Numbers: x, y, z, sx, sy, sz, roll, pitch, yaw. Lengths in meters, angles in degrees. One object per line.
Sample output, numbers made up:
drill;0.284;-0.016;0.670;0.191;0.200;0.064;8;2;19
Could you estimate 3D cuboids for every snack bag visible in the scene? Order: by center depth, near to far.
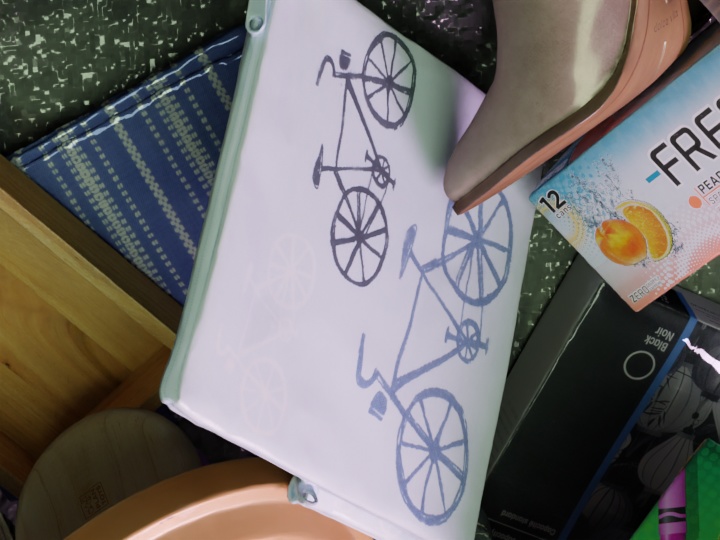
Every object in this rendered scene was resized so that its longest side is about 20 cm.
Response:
snack bag;0.000;0.000;0.924;0.200;0.021;0.190;32;64;-48

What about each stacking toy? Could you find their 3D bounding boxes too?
stacking toy;-0.056;0.129;1.025;0.085;0.086;0.200;-39;143;9

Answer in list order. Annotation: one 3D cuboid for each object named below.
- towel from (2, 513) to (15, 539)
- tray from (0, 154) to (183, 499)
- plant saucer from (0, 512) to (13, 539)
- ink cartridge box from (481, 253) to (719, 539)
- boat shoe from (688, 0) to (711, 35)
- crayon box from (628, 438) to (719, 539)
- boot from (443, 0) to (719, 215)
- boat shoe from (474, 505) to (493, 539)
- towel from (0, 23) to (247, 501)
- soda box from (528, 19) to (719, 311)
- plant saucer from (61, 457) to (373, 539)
towel;-0.204;0.201;1.083;0.199;0.035;0.193;-33;120;4
tray;-0.165;0.001;0.965;0.099;0.037;0.200;-41;117;14
plant saucer;-0.231;0.126;0.995;0.199;0.032;0.201;1;110;3
ink cartridge box;0.095;0.096;1.079;0.099;0.039;0.201;21;111;-20
boat shoe;0.144;-0.160;0.955;0.200;0.070;0.070;-47;152;16
crayon box;0.150;0.165;1.009;0.119;0.058;0.200;-51;148;-10
boot;0.066;-0.129;0.894;0.200;0.070;0.147;-37;89;31
boat shoe;0.030;0.177;1.042;0.075;0.062;0.201;-13;133;-31
towel;-0.095;-0.002;1.009;0.199;0.024;0.145;-28;119;6
soda box;0.155;-0.066;0.937;0.068;0.064;0.200;46;135;-4
plant saucer;-0.075;0.158;0.942;0.200;0.032;0.201;-28;142;-24
